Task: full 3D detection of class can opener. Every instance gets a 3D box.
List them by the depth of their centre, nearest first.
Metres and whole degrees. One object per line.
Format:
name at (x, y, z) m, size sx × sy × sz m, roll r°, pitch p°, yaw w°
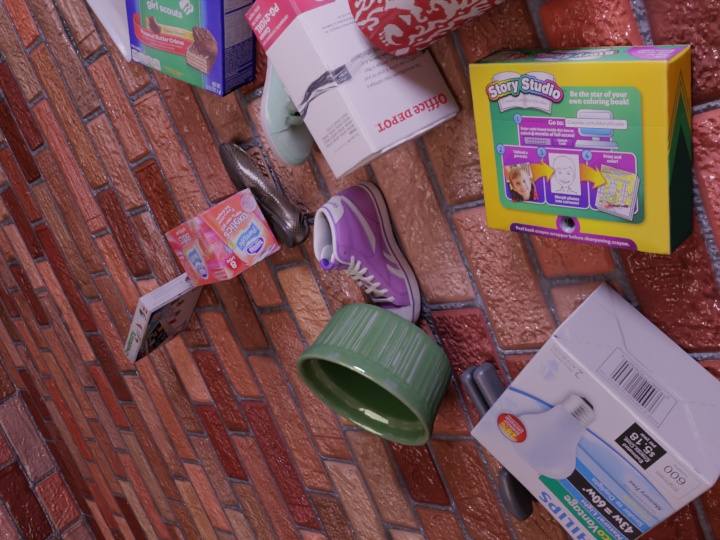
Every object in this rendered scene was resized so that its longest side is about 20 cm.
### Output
can opener at (0.184, 0.214, 0.993) m, size 0.052 × 0.066 × 0.202 m, roll -24°, pitch 91°, yaw 53°

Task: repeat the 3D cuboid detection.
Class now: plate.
plate at (-0.359, -0.446, 1.164) m, size 0.201 × 0.032 × 0.200 m, roll 57°, pitch 142°, yaw 3°

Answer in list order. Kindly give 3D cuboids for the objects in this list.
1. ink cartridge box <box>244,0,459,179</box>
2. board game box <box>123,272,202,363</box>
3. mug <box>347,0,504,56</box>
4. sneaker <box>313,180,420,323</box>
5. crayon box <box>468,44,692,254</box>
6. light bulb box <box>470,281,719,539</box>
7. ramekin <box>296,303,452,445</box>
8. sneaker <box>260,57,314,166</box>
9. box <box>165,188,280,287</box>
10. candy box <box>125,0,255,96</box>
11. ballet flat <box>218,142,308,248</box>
ink cartridge box at (-0.005, -0.219, 0.838) m, size 0.084 × 0.144 × 0.202 m, roll -25°, pitch 95°, yaw 53°
board game box at (-0.361, 0.084, 1.446) m, size 0.035 × 0.126 × 0.200 m, roll 48°, pitch 140°, yaw 11°
mug at (0.090, -0.304, 0.725) m, size 0.133 × 0.179 × 0.199 m, roll 29°, pitch 155°, yaw -24°
sneaker at (-0.001, 0.000, 1.007) m, size 0.072 × 0.114 × 0.202 m, roll -11°, pitch 108°, yaw 48°
crayon box at (0.206, -0.118, 0.746) m, size 0.198 × 0.058 × 0.175 m, roll 13°, pitch 122°, yaw 42°
light bulb box at (0.254, 0.161, 0.827) m, size 0.198 × 0.124 × 0.201 m, roll 44°, pitch 139°, yaw 17°
ramekin at (0.024, 0.133, 1.033) m, size 0.198 × 0.098 × 0.201 m, roll 26°, pitch 153°, yaw 14°
sneaker at (-0.061, -0.206, 0.961) m, size 0.118 × 0.073 × 0.203 m, roll 31°, pitch 133°, yaw 39°
box at (-0.212, -0.044, 1.190) m, size 0.103 × 0.094 × 0.199 m, roll 62°, pitch 155°, yaw -10°
candy box at (-0.222, -0.352, 1.024) m, size 0.168 × 0.077 × 0.202 m, roll 24°, pitch 131°, yaw 21°
ballet flat at (-0.139, -0.115, 1.143) m, size 0.200 × 0.046 × 0.068 m, roll 49°, pitch 160°, yaw 21°
